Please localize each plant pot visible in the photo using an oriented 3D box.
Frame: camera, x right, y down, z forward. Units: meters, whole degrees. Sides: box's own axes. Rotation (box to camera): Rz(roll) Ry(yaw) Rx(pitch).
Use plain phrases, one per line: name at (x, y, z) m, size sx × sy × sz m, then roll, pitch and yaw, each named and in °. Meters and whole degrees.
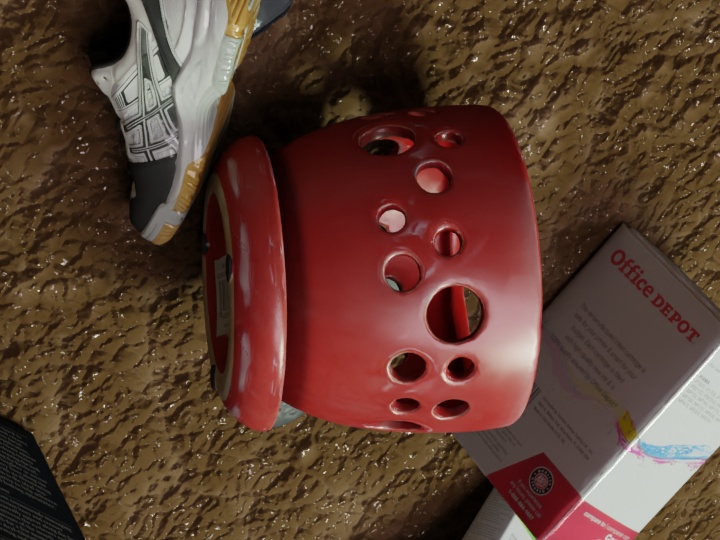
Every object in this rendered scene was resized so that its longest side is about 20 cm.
plant pot at (0.000, 0.000, 1.209) m, size 0.181 × 0.201 × 0.201 m, roll -1°, pitch 123°, yaw -12°

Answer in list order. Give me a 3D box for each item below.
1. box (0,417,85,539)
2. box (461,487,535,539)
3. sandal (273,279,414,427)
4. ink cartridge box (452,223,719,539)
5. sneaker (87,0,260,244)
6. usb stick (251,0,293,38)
box at (-0.253, 0.186, 1.196) m, size 0.149 × 0.200 × 0.107 m, roll -48°, pitch 130°, yaw 8°
box at (0.104, 0.265, 1.508) m, size 0.200 × 0.036 × 0.145 m, roll -54°, pitch 136°, yaw -23°
sandal at (0.006, 0.041, 1.347) m, size 0.200 × 0.043 × 0.076 m, roll -42°, pitch 132°, yaw 2°
ink cartridge box at (0.178, 0.092, 1.411) m, size 0.200 × 0.148 × 0.086 m, roll -47°, pitch 132°, yaw 8°
sneaker at (-0.119, -0.106, 1.166) m, size 0.087 × 0.076 × 0.201 m, roll 19°, pitch 130°, yaw 0°
usb stick at (-0.094, -0.214, 1.119) m, size 0.055 × 0.033 × 0.200 m, roll -32°, pitch 131°, yaw -5°
